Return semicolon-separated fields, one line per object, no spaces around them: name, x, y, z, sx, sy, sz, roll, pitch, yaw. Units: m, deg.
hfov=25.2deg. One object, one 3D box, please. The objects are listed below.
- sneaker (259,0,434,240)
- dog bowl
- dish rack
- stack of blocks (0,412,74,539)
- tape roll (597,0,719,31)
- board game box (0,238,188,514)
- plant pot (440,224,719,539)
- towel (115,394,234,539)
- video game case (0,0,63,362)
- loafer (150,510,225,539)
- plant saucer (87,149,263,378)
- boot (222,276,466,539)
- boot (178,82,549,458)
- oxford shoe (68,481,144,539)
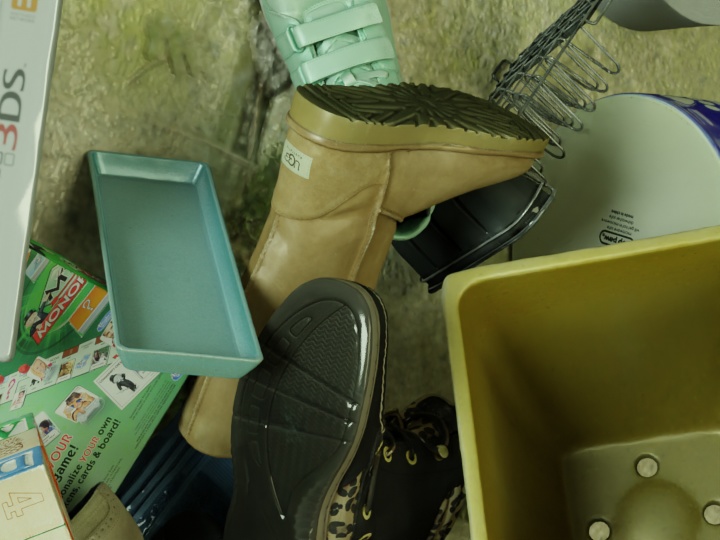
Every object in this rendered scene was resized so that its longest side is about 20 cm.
sneaker;-0.001;-0.114;0.926;0.073;0.118;0.202;-22;110;-4
dog bowl;0.193;-0.014;1.053;0.078;0.199;0.202;3;91;-38
dish rack;0.100;-0.090;1.008;0.054;0.153;0.201;39;64;-9
stack of blocks;-0.228;0.129;0.706;0.198;0.115;0.059;-20;105;-11
tape roll;0.225;-0.275;1.156;0.199;0.066;0.202;-3;95;-40
board game box;-0.182;0.090;0.807;0.134;0.029;0.201;32;91;-36
plant pot;0.163;0.113;0.905;0.200;0.192;0.197;65;17;-63
towel;-0.067;0.117;0.936;0.200;0.048;0.112;-52;123;-26
video game case;-0.245;-0.062;0.730;0.198;0.022;0.184;8;87;-10
loafer;-0.119;0.226;0.856;0.072;0.073;0.200;39;92;-33
plant saucer;-0.099;-0.006;0.817;0.069;0.200;0.019;6;118;-17
boot;0.003;0.090;0.844;0.150;0.073;0.202;-14;118;-54
boot;0.000;0.000;0.871;0.174;0.066;0.201;1;119;-36
oxford shoe;-0.197;0.171;0.787;0.199;0.070;0.075;-26;95;-18
